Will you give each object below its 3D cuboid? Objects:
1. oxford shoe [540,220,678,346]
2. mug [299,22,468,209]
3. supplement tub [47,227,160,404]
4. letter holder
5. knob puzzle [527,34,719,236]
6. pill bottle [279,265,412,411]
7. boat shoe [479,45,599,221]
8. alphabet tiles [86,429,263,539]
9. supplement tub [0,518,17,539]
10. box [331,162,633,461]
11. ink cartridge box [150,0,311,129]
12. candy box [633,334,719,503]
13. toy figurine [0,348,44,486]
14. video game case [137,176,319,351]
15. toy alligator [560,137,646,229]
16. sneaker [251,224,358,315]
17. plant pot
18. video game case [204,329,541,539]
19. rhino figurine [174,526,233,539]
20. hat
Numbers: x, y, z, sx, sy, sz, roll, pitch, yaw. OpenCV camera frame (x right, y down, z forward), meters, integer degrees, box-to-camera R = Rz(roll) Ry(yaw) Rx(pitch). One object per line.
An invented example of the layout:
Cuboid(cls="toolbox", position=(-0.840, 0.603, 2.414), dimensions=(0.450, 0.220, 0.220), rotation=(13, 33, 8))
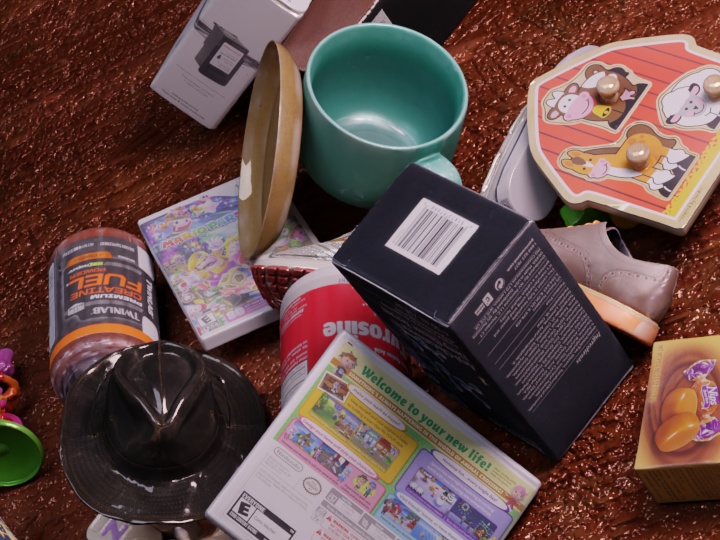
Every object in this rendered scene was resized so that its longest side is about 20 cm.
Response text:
Cuboid(cls="oxford shoe", position=(0.179, -0.010, 1.601), dimensions=(0.199, 0.071, 0.073), rotation=(31, 92, 37))
Cuboid(cls="mug", position=(0.015, -0.119, 1.767), dimensions=(0.150, 0.115, 0.186), rotation=(8, 52, -6))
Cuboid(cls="supplement tub", position=(-0.239, 0.062, 1.825), dimensions=(0.106, 0.107, 0.201), rotation=(-26, 44, 15))
Cuboid(cls="letter holder", position=(-0.001, -0.248, 1.923), dimensions=(0.142, 0.101, 0.201), rotation=(22, 69, 47))
Cuboid(cls="knob puzzle", position=(0.224, -0.132, 1.626), dimensions=(0.217, 0.031, 0.221), rotation=(-10, 51, 13))
Cuboid(cls="pill bottle", position=(-0.011, 0.103, 1.618), dimensions=(0.111, 0.112, 0.201), rotation=(-21, 45, 19))
Cuboid(cls="boat shoe", position=(0.163, -0.116, 1.718), dimensions=(0.065, 0.072, 0.201), rotation=(-14, 42, 52))
Cuboid(cls="alphabet tiles", position=(-0.153, 0.217, 1.697), dimensions=(0.195, 0.015, 0.201), rotation=(22, 69, 44))
Cuboid(cls="supplement tub", position=(-0.334, 0.296, 1.663), dimensions=(0.144, 0.145, 0.200), rotation=(-45, 42, -7))
Cuboid(cls="box", position=(0.098, 0.033, 1.533), dimensions=(0.107, 0.200, 0.148), rotation=(-50, 42, -10))
Cuboid(cls="ink cartridge box", position=(-0.112, -0.260, 1.941), dimensions=(0.200, 0.083, 0.146), rotation=(-46, 14, 46))
Cuboid(cls="candy box", position=(0.308, 0.103, 1.431), dimensions=(0.198, 0.057, 0.117), rotation=(-8, 50, 29))
Cuboid(cls="toy figurine", position=(-0.393, 0.119, 1.888), dimensions=(0.198, 0.151, 0.185), rotation=(-5, 39, 5))
Cuboid(cls="video game case", position=(-0.115, -0.015, 1.834), dimensions=(0.142, 0.018, 0.200), rotation=(-24, 41, -10))
Cuboid(cls="toy alligator", position=(0.207, -0.068, 1.649), dimensions=(0.199, 0.054, 0.060), rotation=(-32, 42, 9))
Cuboid(cls="sneaker", position=(0.000, 0.000, 1.727), dimensions=(0.198, 0.078, 0.083), rotation=(-2, 44, 14))
Cuboid(cls="plant pot", position=(-0.081, -0.109, 1.780), dimensions=(0.027, 0.201, 0.201), rotation=(7, 47, -11))
Cuboid(cls="video game case", position=(0.011, 0.177, 1.507), dimensions=(0.183, 0.199, 0.022), rotation=(-52, -1, -14))
Cuboid(cls="rhino figurine", position=(-0.087, 0.241, 1.571), dimensions=(0.198, 0.088, 0.060), rotation=(-4, 54, 32))
Cuboid(cls="hat", position=(-0.168, 0.118, 1.669), dimensions=(0.198, 0.081, 0.202), rotation=(4, 47, -5))
